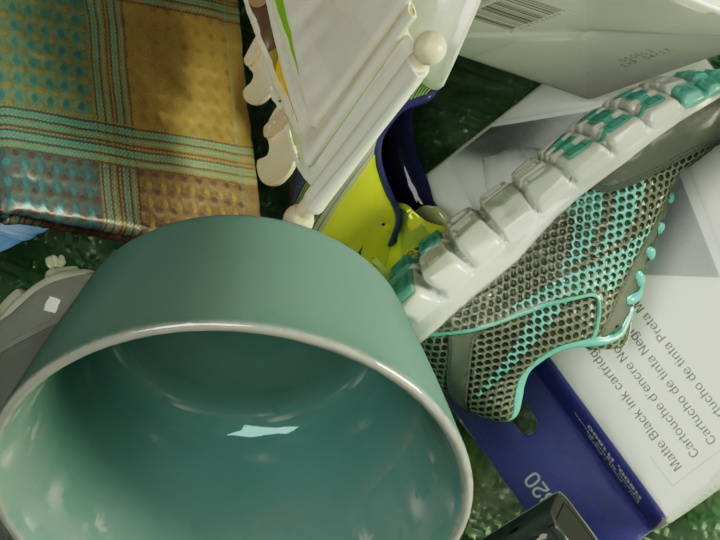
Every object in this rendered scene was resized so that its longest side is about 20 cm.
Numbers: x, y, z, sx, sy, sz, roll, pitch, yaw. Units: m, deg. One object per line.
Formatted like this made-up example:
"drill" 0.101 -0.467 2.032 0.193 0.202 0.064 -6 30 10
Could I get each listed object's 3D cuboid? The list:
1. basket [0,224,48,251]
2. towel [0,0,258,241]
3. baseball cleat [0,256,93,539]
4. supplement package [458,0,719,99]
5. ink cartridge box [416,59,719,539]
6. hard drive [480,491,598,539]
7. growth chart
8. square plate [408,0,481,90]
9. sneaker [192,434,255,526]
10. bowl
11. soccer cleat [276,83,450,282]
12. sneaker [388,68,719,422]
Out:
"basket" -0.157 -0.037 1.208 0.176 0.139 0.201 -27 115 12
"towel" -0.111 -0.107 1.126 0.022 0.146 0.201 -26 63 44
"baseball cleat" -0.143 0.087 1.171 0.069 0.200 0.107 -10 58 -28
"supplement package" 0.100 -0.196 1.111 0.121 0.119 0.201 -17 65 49
"ink cartridge box" 0.120 0.010 1.175 0.200 0.041 0.200 -39 78 9
"hard drive" 0.048 0.207 1.131 0.200 0.033 0.140 -34 96 21
"growth chart" -0.015 -0.129 1.081 0.145 0.018 0.201 -43 48 47
"square plate" 0.019 -0.204 1.096 0.198 0.028 0.201 44 117 54
"sneaker" -0.062 0.152 1.182 0.075 0.105 0.201 -17 84 11
"bowl" -0.053 0.053 1.069 0.200 0.201 0.105 -11 45 13
"soccer cleat" 0.000 0.000 1.172 0.083 0.065 0.201 6 109 9
"sneaker" 0.102 -0.010 1.133 0.200 0.078 0.091 -38 102 6
